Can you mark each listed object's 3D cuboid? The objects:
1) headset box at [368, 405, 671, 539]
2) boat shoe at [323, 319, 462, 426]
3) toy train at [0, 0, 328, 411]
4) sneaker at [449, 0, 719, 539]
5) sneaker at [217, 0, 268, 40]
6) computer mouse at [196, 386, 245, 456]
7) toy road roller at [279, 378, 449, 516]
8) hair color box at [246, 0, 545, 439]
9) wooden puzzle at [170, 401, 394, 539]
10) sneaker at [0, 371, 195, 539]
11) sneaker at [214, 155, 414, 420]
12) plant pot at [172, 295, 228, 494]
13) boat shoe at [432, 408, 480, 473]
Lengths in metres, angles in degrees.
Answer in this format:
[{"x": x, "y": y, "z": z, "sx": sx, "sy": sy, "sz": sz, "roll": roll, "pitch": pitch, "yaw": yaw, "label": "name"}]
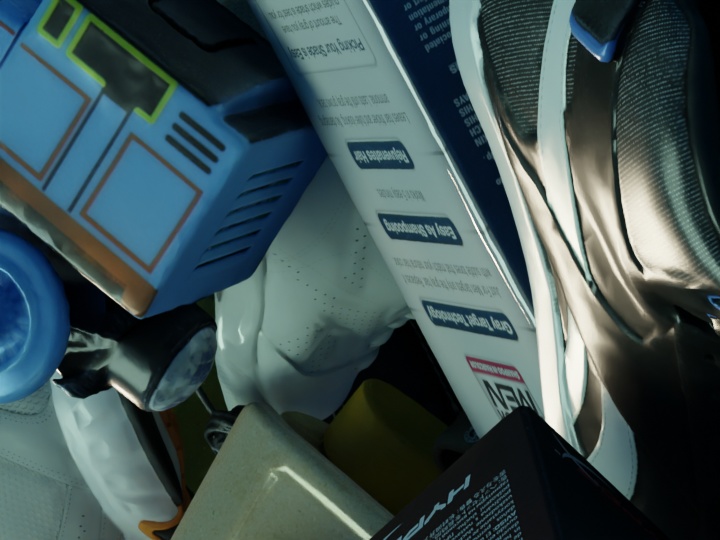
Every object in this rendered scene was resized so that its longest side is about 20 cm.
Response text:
[{"x": 0.064, "y": 0.134, "z": 0.469, "sx": 0.149, "sy": 0.077, "sz": 0.200, "roll": 43, "pitch": -167, "yaw": -17, "label": "headset box"}, {"x": 0.031, "y": 0.087, "z": 0.910, "sx": 0.066, "sy": 0.072, "sz": 0.202, "roll": -21, "pitch": 87, "yaw": 52, "label": "boat shoe"}, {"x": -0.105, "y": -0.051, "z": 0.695, "sx": 0.200, "sy": 0.115, "sz": 0.087, "roll": 39, "pitch": -161, "yaw": 13, "label": "toy train"}, {"x": 0.082, "y": 0.019, "z": 0.525, "sx": 0.201, "sy": 0.073, "sz": 0.112, "roll": 66, "pitch": 167, "yaw": -20, "label": "sneaker"}, {"x": -0.040, "y": -0.048, "z": 0.896, "sx": 0.080, "sy": 0.071, "sz": 0.200, "roll": 38, "pitch": 167, "yaw": -10, "label": "sneaker"}, {"x": -0.071, "y": 0.023, "z": 0.792, "sx": 0.200, "sy": 0.034, "sz": 0.059, "roll": 53, "pitch": 158, "yaw": -8, "label": "computer mouse"}, {"x": 0.030, "y": 0.140, "z": 0.722, "sx": 0.200, "sy": 0.123, "sz": 0.146, "roll": 38, "pitch": -170, "yaw": -6, "label": "toy road roller"}, {"x": 0.023, "y": -0.053, "z": 0.621, "sx": 0.201, "sy": 0.060, "sz": 0.100, "roll": 62, "pitch": 167, "yaw": -10, "label": "hair color box"}, {"x": -0.015, "y": 0.162, "z": 0.665, "sx": 0.200, "sy": 0.186, "sz": 0.046, "roll": 40, "pitch": -159, "yaw": 32, "label": "wooden puzzle"}, {"x": -0.090, "y": 0.109, "z": 0.877, "sx": 0.076, "sy": 0.092, "sz": 0.201, "roll": -94, "pitch": -15, "yaw": -67, "label": "sneaker"}, {"x": 0.000, "y": 0.000, "z": 0.800, "sx": 0.200, "sy": 0.088, "sz": 0.076, "roll": 83, "pitch": -171, "yaw": -66, "label": "sneaker"}, {"x": -0.092, "y": 0.058, "z": 0.977, "sx": 0.187, "sy": 0.199, "sz": 0.188, "roll": -168, "pitch": 90, "yaw": -76, "label": "plant pot"}, {"x": 0.089, "y": 0.090, "z": 0.661, "sx": 0.200, "sy": 0.072, "sz": 0.072, "roll": 45, "pitch": 161, "yaw": 47, "label": "boat shoe"}]
